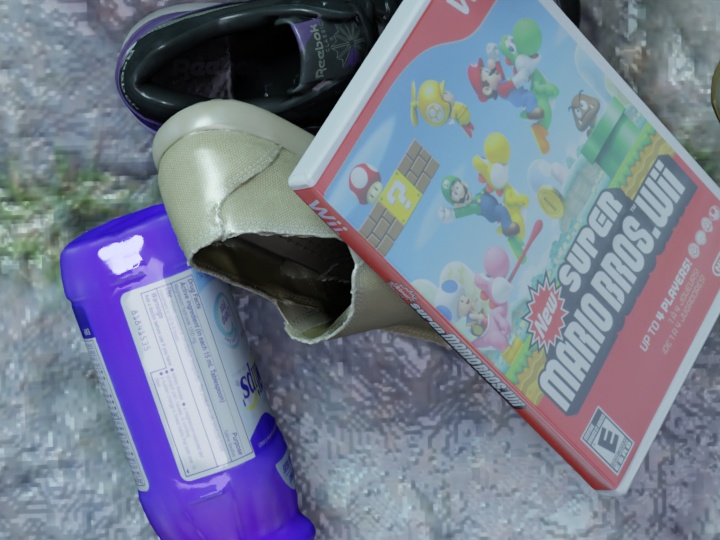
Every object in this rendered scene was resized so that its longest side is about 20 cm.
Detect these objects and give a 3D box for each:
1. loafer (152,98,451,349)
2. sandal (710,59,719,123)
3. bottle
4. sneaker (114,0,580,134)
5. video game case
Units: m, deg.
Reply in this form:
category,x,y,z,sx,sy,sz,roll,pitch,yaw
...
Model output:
category,x,y,z,sx,sy,sz,roll,pitch,yaw
loafer,0.000,0.000,0.921,0.199,0.076,0.069,22,55,-24
sandal,0.244,-0.042,0.966,0.199,0.054,0.081,27,94,-6
bottle,-0.066,0.073,0.944,0.065,0.084,0.201,-18,96,4
sneaker,-0.002,-0.087,0.928,0.199,0.088,0.076,-12,97,-3
video game case,0.073,-0.024,0.916,0.200,0.017,0.143,44,62,-24
